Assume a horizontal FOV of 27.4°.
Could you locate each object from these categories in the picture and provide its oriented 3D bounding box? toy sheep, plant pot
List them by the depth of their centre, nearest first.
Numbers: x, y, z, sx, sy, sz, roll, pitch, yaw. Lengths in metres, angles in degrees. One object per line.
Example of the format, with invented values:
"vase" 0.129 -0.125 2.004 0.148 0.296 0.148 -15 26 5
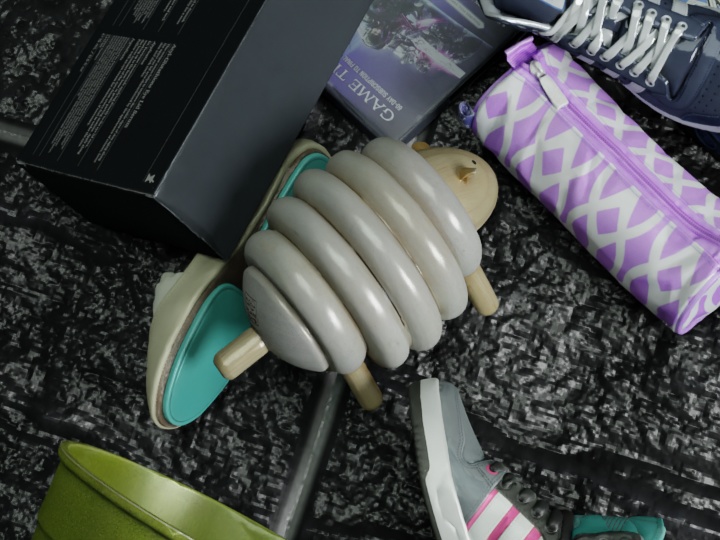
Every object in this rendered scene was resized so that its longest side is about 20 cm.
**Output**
"plant pot" -0.111 0.222 0.768 0.199 0.200 0.194 27 86 13
"toy sheep" 0.000 0.000 0.853 0.200 0.138 0.138 -41 73 -13

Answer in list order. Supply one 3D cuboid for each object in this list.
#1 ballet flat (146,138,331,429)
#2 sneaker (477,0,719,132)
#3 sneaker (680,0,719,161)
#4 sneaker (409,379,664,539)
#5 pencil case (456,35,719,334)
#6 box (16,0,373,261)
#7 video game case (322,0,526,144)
"ballet flat" -0.085 0.003 0.906 0.069 0.070 0.201 28 72 13
"sneaker" 0.146 -0.144 0.853 0.200 0.108 0.071 39 109 32
"sneaker" 0.222 -0.133 0.922 0.077 0.076 0.200 -37 73 -5
"sneaker" 0.104 0.144 0.815 0.120 0.084 0.202 -17 77 2
"pencil case" 0.155 -0.055 0.894 0.084 0.086 0.200 -37 73 -23
"box" -0.099 -0.120 0.906 0.140 0.079 0.201 14 69 45
"video game case" 0.042 -0.188 0.985 0.200 0.019 0.143 -43 73 -11
